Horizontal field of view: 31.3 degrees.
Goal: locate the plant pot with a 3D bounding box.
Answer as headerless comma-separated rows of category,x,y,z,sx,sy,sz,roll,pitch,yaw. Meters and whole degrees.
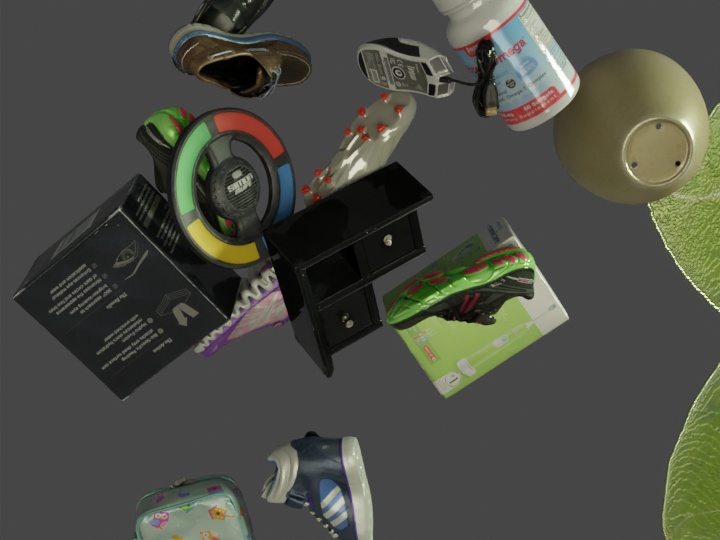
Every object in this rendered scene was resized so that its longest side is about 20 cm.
plant pot,0.356,-0.166,1.624,0.199,0.135,0.201,-2,112,-4

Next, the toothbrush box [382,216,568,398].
toothbrush box,0.152,0.050,1.714,0.200,0.086,0.146,-34,109,9

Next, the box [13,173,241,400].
box,-0.292,0.022,1.634,0.196,0.118,0.200,-36,110,20

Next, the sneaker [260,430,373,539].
sneaker,-0.063,0.323,1.811,0.146,0.081,0.201,-7,115,6

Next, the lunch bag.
lunch bag,-0.231,0.388,1.816,0.160,0.077,0.201,-14,111,2

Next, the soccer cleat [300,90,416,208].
soccer cleat,0.006,-0.144,1.645,0.200,0.069,0.077,-49,137,6

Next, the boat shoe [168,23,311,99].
boat shoe,-0.134,-0.241,1.543,0.199,0.073,0.072,-1,137,-39

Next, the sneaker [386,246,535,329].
sneaker,0.130,0.039,1.613,0.199,0.077,0.084,-19,109,-1

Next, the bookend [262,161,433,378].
bookend,0.000,0.000,1.636,0.198,0.092,0.201,-28,134,-16

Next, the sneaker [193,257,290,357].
sneaker,-0.135,0.051,1.698,0.200,0.081,0.088,-43,116,10

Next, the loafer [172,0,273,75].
loafer,-0.154,-0.316,1.555,0.068,0.070,0.201,39,103,-18

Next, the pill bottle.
pill bottle,0.175,-0.279,1.578,0.109,0.109,0.200,-36,109,9

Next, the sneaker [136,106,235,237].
sneaker,-0.214,-0.118,1.636,0.083,0.077,0.200,-14,118,31

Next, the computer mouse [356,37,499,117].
computer mouse,0.085,-0.251,1.573,0.199,0.044,0.110,19,147,29

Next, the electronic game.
electronic game,-0.157,-0.102,1.597,0.199,0.042,0.201,1,89,-44
